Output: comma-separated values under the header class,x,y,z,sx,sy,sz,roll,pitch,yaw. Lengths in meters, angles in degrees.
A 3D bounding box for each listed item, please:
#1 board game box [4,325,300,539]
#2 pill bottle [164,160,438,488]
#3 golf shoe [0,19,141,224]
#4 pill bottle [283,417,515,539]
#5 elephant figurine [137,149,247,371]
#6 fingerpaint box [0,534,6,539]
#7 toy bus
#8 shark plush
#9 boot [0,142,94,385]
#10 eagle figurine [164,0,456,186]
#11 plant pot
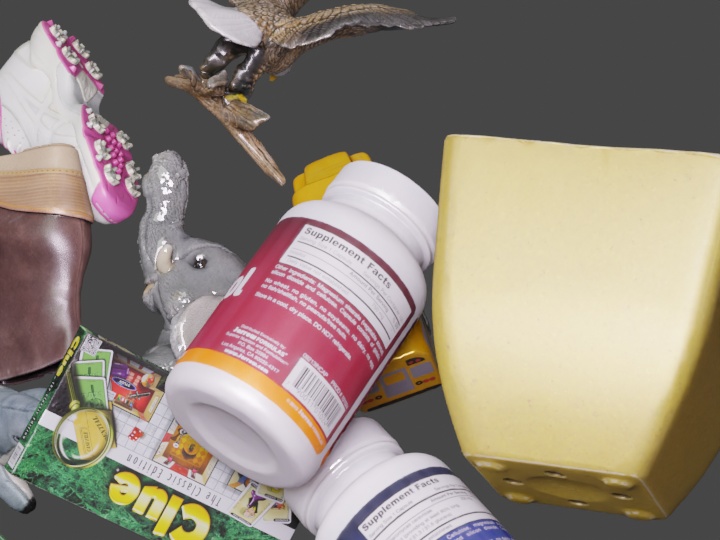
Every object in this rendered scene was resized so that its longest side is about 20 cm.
class,x,y,z,sx,sy,sz,roll,pitch,yaw
board game box,-0.122,0.126,1.375,0.105,0.199,0.023,-61,26,1
pill bottle,-0.029,0.031,1.348,0.112,0.113,0.200,21,61,26
golf shoe,-0.231,-0.100,1.618,0.091,0.075,0.201,-34,51,11
pill bottle,0.039,0.189,1.338,0.111,0.111,0.200,-39,57,-7
elephant figurine,-0.108,0.048,1.444,0.141,0.155,0.201,22,78,48
fingerpaint box,-0.278,0.262,1.416,0.167,0.073,0.200,-46,58,-10
toy bus,0.000,0.000,1.476,0.065,0.078,0.201,-20,57,5
shark plush,-0.285,0.088,1.510,0.199,0.083,0.091,30,77,30
boot,-0.278,0.002,1.565,0.199,0.072,0.168,-12,75,39
eagle figurine,-0.048,-0.185,1.564,0.200,0.152,0.151,-43,21,-14
plant pot,0.150,0.047,1.345,0.194,0.194,0.202,5,72,20
